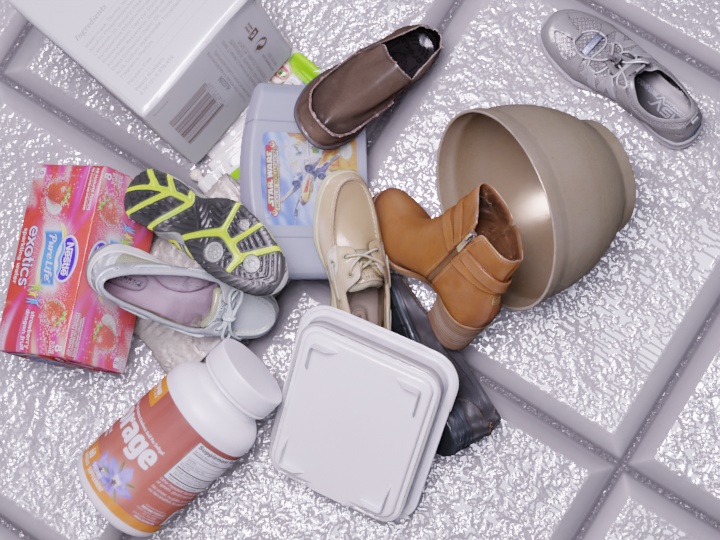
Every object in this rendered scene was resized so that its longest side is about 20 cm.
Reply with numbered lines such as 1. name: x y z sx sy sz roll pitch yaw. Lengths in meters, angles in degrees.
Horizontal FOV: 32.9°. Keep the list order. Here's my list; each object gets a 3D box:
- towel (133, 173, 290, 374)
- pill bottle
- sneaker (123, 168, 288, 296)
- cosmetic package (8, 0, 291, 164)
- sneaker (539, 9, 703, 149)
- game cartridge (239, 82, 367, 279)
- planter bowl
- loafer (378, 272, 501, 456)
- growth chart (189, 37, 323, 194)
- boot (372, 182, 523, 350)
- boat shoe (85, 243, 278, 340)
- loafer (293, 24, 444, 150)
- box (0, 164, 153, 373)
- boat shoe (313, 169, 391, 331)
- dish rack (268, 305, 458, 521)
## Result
1. towel: -0.163 0.007 1.285 0.200 0.034 0.133 -43 82 6
2. pill bottle: -0.178 0.164 1.221 0.200 0.112 0.112 -42 82 10
3. sneaker: -0.142 -0.038 1.209 0.200 0.076 0.076 34 91 27
4. cosmetic package: -0.210 -0.249 1.247 0.200 0.167 0.166 40 88 15
5. sneaker: 0.273 -0.208 1.247 0.200 0.082 0.075 36 88 8
6. game cartridge: -0.057 -0.090 1.246 0.133 0.041 0.201 0 85 -30
7. planter bowl: 0.184 -0.075 1.201 0.134 0.200 0.201 -18 81 -24
8. loafer: 0.073 0.089 1.250 0.072 0.073 0.201 -16 75 -29
9. growth chart: -0.085 -0.131 1.307 0.145 0.018 0.200 36 89 7
10. boot: 0.088 -0.039 1.197 0.073 0.155 0.200 -17 62 -29
11. boat shoe: -0.171 0.029 1.204 0.201 0.065 0.075 21 102 -26
12. loafer: 0.011 -0.198 1.234 0.073 0.071 0.200 48 59 -6
13. box: -0.288 -0.002 1.250 0.099 0.095 0.201 4 78 31
14. boat shoe: 0.000 0.000 1.210 0.072 0.065 0.201 -10 104 -26
15. dish rack: -0.007 0.150 1.204 0.171 0.044 0.201 22 117 13
